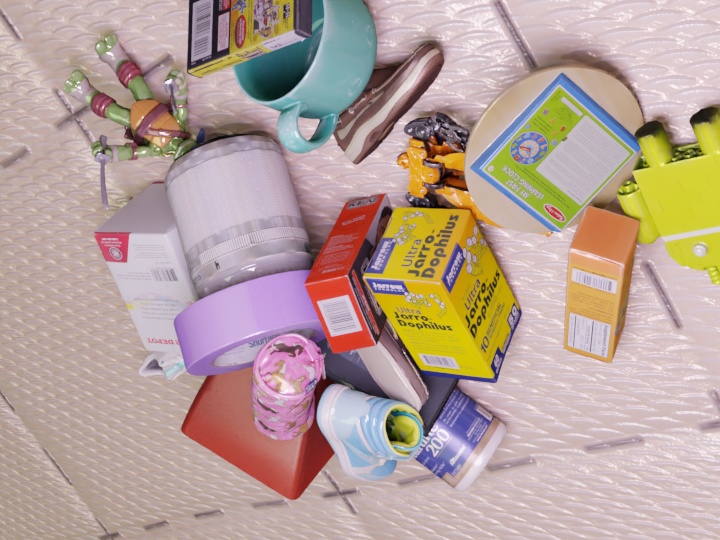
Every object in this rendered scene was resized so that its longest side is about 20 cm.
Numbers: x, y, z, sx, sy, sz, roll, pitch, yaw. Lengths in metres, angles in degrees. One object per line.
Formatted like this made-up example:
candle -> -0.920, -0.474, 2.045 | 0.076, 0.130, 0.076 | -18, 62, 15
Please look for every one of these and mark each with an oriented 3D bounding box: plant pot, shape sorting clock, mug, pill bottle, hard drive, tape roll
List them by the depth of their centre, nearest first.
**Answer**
shape sorting clock -> 0.204, -0.125, 1.221 | 0.197, 0.039, 0.203 | -8, 125, -11
mug -> -0.060, -0.234, 1.299 | 0.151, 0.114, 0.187 | 31, 103, 40
tape roll -> -0.127, 0.066, 1.420 | 0.199, 0.198, 0.067 | -31, 72, 45
hard drive -> 0.037, 0.107, 1.518 | 0.198, 0.141, 0.033 | 29, 168, 13
pill bottle -> 0.090, 0.198, 1.566 | 0.199, 0.111, 0.112 | 36, 136, 6
plant pot -> -0.109, 0.160, 1.631 | 0.198, 0.200, 0.178 | 28, 126, 14

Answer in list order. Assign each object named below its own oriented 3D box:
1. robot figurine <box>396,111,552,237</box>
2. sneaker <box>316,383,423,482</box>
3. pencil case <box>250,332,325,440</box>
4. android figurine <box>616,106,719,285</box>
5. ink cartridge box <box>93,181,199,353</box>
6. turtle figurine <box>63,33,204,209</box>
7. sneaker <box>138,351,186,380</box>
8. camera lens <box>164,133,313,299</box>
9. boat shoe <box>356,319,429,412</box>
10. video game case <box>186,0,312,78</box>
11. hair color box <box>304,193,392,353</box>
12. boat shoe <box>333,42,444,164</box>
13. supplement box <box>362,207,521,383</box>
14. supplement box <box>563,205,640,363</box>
robot figurine -> 0.136, -0.111, 1.332 | 0.197, 0.058, 0.147 | 17, 131, 23
sneaker -> 0.034, 0.224, 1.469 | 0.129, 0.080, 0.201 | 9, 152, 31
pencil case -> -0.091, 0.147, 1.426 | 0.085, 0.084, 0.201 | 19, 155, 2
android figurine -> 0.362, -0.071, 1.204 | 0.180, 0.041, 0.202 | -9, 121, 37
ink cartridge box -> -0.248, -0.003, 1.626 | 0.143, 0.145, 0.202 | 2, 124, 33
turtle figurine -> -0.297, -0.212, 1.488 | 0.194, 0.199, 0.145 | 42, 123, 13
sneaker -> -0.266, 0.134, 1.787 | 0.198, 0.089, 0.076 | -17, 111, 42
camera lens -> -0.153, -0.060, 1.464 | 0.159, 0.158, 0.203 | -31, 73, 45
boat shoe -> 0.026, 0.091, 1.471 | 0.200, 0.059, 0.072 | 49, 150, 19
video game case -> -0.124, -0.332, 1.280 | 0.179, 0.025, 0.204 | -10, 74, 40
hair color box -> 0.000, 0.000, 1.407 | 0.060, 0.201, 0.103 | -12, 118, 22
boat shoe -> 0.019, -0.203, 1.334 | 0.075, 0.075, 0.202 | 47, 137, 3
supplement box -> 0.103, 0.031, 1.388 | 0.108, 0.110, 0.201 | 3, 144, 33
supplement box -> 0.268, 0.020, 1.297 | 0.068, 0.067, 0.201 | 18, 149, 17
